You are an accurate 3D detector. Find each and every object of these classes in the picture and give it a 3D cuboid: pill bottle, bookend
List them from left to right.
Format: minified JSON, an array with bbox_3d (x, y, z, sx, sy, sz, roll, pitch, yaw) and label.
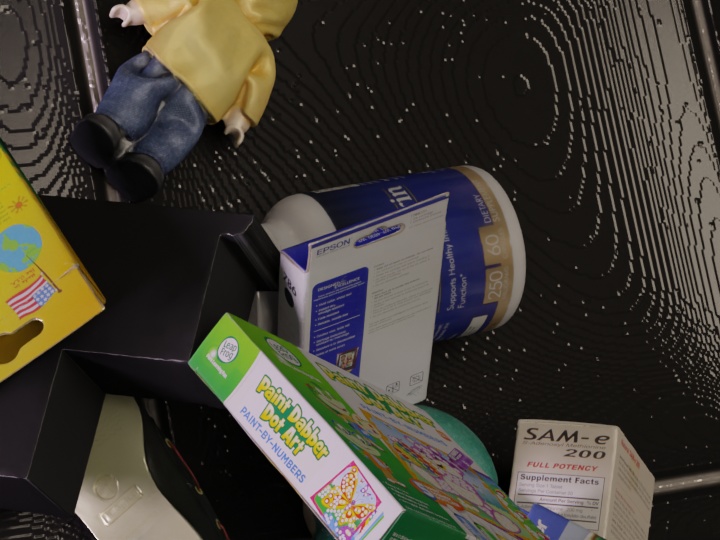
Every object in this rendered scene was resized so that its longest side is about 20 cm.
[{"bbox_3d":[-0.164,0.064,1.429,0.199,0.092,0.199,5,67,18],"label":"bookend"},{"bbox_3d":[0.000,0.000,1.569,0.199,0.116,0.116,-11,81,-26],"label":"pill bottle"}]

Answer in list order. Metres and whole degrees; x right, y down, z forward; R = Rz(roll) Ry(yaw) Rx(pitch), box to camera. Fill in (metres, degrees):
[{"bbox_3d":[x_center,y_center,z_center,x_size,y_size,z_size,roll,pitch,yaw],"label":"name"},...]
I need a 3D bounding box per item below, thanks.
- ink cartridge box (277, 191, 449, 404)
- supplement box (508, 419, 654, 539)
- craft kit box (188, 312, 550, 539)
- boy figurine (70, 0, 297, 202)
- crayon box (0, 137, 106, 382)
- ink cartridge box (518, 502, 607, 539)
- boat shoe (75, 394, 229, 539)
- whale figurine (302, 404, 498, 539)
[{"bbox_3d":[-0.001,0.023,1.463,0.099,0.200,0.039,-19,53,-21],"label":"ink cartridge box"},{"bbox_3d":[0.139,0.213,1.564,0.073,0.126,0.201,2,69,20],"label":"supplement box"},{"bbox_3d":[0.020,0.122,1.366,0.200,0.197,0.049,29,99,-47],"label":"craft kit box"},{"bbox_3d":[-0.112,-0.144,1.585,0.124,0.064,0.200,41,63,-10],"label":"boy figurine"},{"bbox_3d":[-0.239,-0.002,1.397,0.127,0.051,0.200,-34,58,-3],"label":"crayon box"},{"bbox_3d":[0.140,0.229,1.467,0.199,0.042,0.120,27,77,20],"label":"ink cartridge box"},{"bbox_3d":[-0.148,0.134,1.498,0.074,0.063,0.202,-35,78,7],"label":"boat shoe"},{"bbox_3d":[0.040,0.185,1.542,0.158,0.104,0.201,-4,76,-26],"label":"whale figurine"}]
